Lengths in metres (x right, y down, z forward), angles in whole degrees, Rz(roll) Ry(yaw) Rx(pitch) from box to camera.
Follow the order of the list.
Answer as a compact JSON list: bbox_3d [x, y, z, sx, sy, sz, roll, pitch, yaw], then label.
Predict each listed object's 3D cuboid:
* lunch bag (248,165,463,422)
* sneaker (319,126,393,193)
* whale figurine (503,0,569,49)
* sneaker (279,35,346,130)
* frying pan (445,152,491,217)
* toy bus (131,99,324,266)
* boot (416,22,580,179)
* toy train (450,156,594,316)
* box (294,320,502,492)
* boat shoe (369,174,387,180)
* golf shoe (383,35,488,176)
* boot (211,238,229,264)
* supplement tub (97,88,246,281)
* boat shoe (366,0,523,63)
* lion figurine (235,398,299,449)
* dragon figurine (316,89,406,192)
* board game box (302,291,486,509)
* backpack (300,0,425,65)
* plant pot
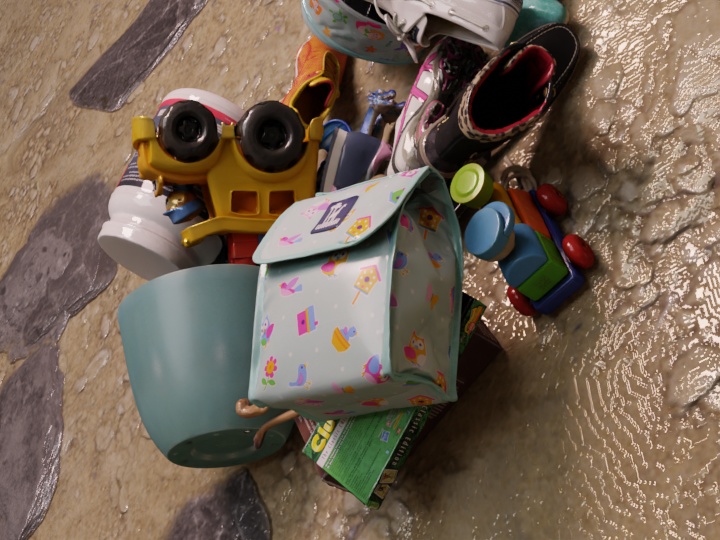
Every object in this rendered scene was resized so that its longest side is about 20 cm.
[{"bbox_3d":[-0.004,0.016,1.013,0.169,0.121,0.203,-13,66,40],"label":"lunch bag"},{"bbox_3d":[-0.010,-0.046,1.259,0.070,0.081,0.203,-84,5,-70],"label":"sneaker"},{"bbox_3d":[0.149,-0.312,1.218,0.158,0.103,0.202,-34,47,30],"label":"whale figurine"},{"bbox_3d":[-0.047,-0.218,1.398,0.077,0.073,0.201,-20,37,39],"label":"sneaker"},{"bbox_3d":[0.098,-0.107,1.207,0.191,0.031,0.115,-53,32,-7],"label":"frying pan"},{"bbox_3d":[-0.140,-0.076,1.241,0.136,0.197,0.195,-175,86,-77],"label":"toy bus"},{"bbox_3d":[0.144,-0.169,1.078,0.199,0.073,0.151,-39,1,-11],"label":"boot"},{"bbox_3d":[0.125,-0.062,1.077,0.085,0.115,0.201,-42,41,23],"label":"toy train"},{"bbox_3d":[0.031,0.105,1.120,0.201,0.075,0.100,-51,38,16],"label":"box"},{"bbox_3d":[0.000,0.000,1.206,0.065,0.070,0.202,-82,12,-62],"label":"boat shoe"},{"bbox_3d":[0.073,-0.170,1.222,0.092,0.072,0.201,-24,34,44],"label":"golf shoe"},{"bbox_3d":[-0.143,-0.006,1.405,0.091,0.072,0.201,-52,29,20],"label":"boot"},{"bbox_3d":[-0.203,-0.093,1.360,0.139,0.140,0.202,0,59,49],"label":"supplement tub"},{"bbox_3d":[0.060,-0.254,1.186,0.200,0.075,0.087,18,87,22],"label":"boat shoe"},{"bbox_3d":[-0.043,0.070,1.127,0.121,0.072,0.203,-6,68,32],"label":"lion figurine"},{"bbox_3d":[-0.022,-0.129,1.339,0.199,0.059,0.100,-28,48,35],"label":"dragon figurine"},{"bbox_3d":[0.028,0.098,1.051,0.104,0.023,0.202,30,92,46],"label":"board game box"},{"bbox_3d":[0.015,-0.331,1.332,0.151,0.175,0.202,133,142,-54],"label":"backpack"},{"bbox_3d":[-0.148,0.111,1.234,0.200,0.199,0.163,-30,58,34],"label":"plant pot"}]
